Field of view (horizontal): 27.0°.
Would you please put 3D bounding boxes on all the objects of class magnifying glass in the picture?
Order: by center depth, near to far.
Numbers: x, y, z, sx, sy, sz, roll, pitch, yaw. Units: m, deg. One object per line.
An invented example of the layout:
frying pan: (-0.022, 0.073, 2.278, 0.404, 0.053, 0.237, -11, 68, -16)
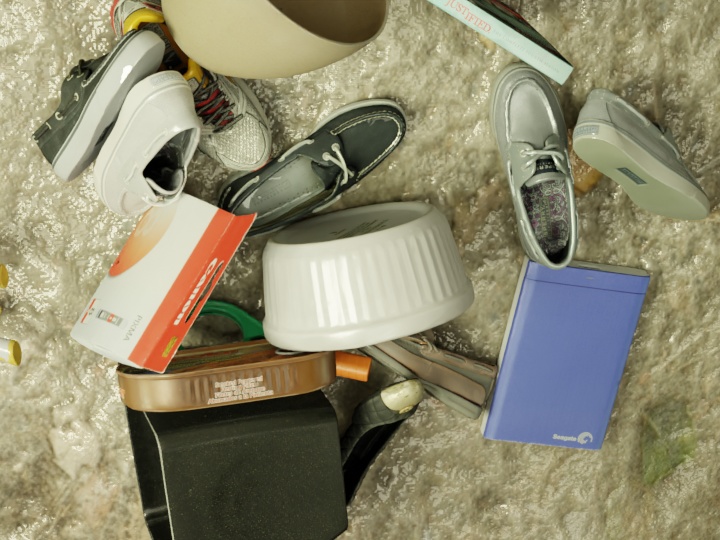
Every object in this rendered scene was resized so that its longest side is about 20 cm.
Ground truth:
magnifying glass: (-0.089, 0.075, 1.442, 0.200, 0.080, 0.022, 10, 137, 5)

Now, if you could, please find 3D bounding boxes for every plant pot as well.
plant pot: (-0.093, -0.242, 1.283, 0.200, 0.200, 0.134, 40, 128, -22)
plant pot: (-0.119, 0.185, 1.449, 0.177, 0.200, 0.200, -12, 114, -17)

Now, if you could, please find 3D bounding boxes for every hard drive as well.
hard drive: (0.210, 0.087, 1.548, 0.132, 0.025, 0.200, 7, 111, -13)

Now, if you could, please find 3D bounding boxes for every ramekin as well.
ramekin: (0.000, 0.000, 1.387, 0.202, 0.202, 0.094, -13, 101, -5)

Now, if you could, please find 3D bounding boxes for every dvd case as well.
dvd case: (0.097, -0.231, 1.300, 0.146, 0.200, 0.022, 28, 105, -20)

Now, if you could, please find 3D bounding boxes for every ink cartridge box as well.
ink cartridge box: (-0.178, 0.007, 1.323, 0.050, 0.200, 0.162, 34, 78, -18)

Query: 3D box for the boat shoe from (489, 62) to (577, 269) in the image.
boat shoe: (0.173, -0.097, 1.427, 0.070, 0.072, 0.201, -14, 108, -4)

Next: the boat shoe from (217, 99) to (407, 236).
boat shoe: (-0.041, -0.091, 1.409, 0.200, 0.060, 0.076, -33, 114, 4)

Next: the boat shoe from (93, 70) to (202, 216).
boat shoe: (-0.181, -0.095, 1.327, 0.072, 0.069, 0.200, -15, 157, -35)

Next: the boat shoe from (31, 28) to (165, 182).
boat shoe: (-0.235, -0.150, 1.306, 0.057, 0.069, 0.200, 44, 136, 0)

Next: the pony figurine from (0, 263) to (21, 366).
pony figurine: (-0.420, 0.024, 1.340, 0.200, 0.167, 0.193, -1, 147, 6)

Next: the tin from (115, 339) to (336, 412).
tin: (-0.119, 0.092, 1.352, 0.200, 0.112, 0.042, -7, 102, -14)

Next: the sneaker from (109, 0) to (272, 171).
sneaker: (-0.153, -0.162, 1.348, 0.078, 0.082, 0.200, -39, 114, 7)

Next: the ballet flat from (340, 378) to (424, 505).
ballet flat: (0.015, 0.168, 1.487, 0.066, 0.057, 0.200, -6, 147, -32)

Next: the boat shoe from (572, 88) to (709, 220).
boat shoe: (0.279, -0.112, 1.448, 0.201, 0.070, 0.072, 31, 68, -40)

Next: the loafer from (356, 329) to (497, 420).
loafer: (0.060, 0.081, 1.493, 0.200, 0.072, 0.063, 34, 86, -36)
